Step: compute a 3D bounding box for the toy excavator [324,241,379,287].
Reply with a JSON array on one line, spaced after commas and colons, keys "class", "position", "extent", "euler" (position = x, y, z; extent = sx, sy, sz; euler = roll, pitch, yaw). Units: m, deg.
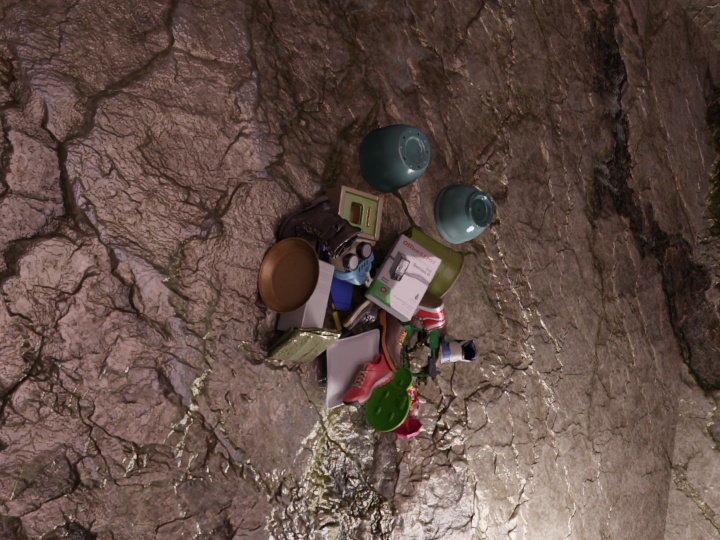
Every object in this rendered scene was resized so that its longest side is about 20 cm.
[{"class": "toy excavator", "position": [0.000, 0.000, 1.557], "extent": [0.194, 0.098, 0.204], "euler": [-40, 130, -38]}]

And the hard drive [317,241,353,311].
[{"class": "hard drive", "position": [-0.075, 0.008, 1.565], "extent": [0.129, 0.025, 0.206], "euler": [13, 81, -33]}]

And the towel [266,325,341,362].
[{"class": "towel", "position": [-0.154, 0.198, 1.409], "extent": [0.145, 0.199, 0.037], "euler": [10, 58, -31]}]

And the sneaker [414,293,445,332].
[{"class": "sneaker", "position": [0.179, 0.120, 1.649], "extent": [0.071, 0.197, 0.114], "euler": [-44, 132, -29]}]

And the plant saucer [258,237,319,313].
[{"class": "plant saucer", "position": [-0.184, 0.015, 1.412], "extent": [0.035, 0.195, 0.206], "euler": [26, 72, -59]}]

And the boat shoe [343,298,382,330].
[{"class": "boat shoe", "position": [0.019, 0.125, 1.563], "extent": [0.065, 0.072, 0.200], "euler": [50, 34, 0]}]

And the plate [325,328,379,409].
[{"class": "plate", "position": [-0.027, 0.283, 1.560], "extent": [0.196, 0.032, 0.206], "euler": [-10, 106, -38]}]

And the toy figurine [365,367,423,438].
[{"class": "toy figurine", "position": [0.131, 0.425, 1.626], "extent": [0.184, 0.148, 0.203], "euler": [48, 65, -43]}]

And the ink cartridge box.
[{"class": "ink cartridge box", "position": [0.122, 0.021, 1.529], "extent": [0.144, 0.084, 0.203], "euler": [31, 78, -3]}]

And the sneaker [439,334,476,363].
[{"class": "sneaker", "position": [0.319, 0.260, 1.717], "extent": [0.199, 0.112, 0.083], "euler": [-6, 95, -76]}]

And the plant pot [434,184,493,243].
[{"class": "plant pot", "position": [0.367, -0.200, 1.807], "extent": [0.196, 0.133, 0.207], "euler": [2, 87, -34]}]

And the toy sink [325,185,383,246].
[{"class": "toy sink", "position": [-0.004, -0.156, 1.568], "extent": [0.196, 0.111, 0.134], "euler": [13, 81, -32]}]

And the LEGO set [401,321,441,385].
[{"class": "LEGO set", "position": [0.181, 0.257, 1.700], "extent": [0.149, 0.116, 0.206], "euler": [-7, 88, -4]}]

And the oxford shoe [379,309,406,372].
[{"class": "oxford shoe", "position": [0.105, 0.203, 1.605], "extent": [0.071, 0.071, 0.205], "euler": [45, 34, -60]}]

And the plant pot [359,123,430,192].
[{"class": "plant pot", "position": [0.120, -0.355, 1.631], "extent": [0.196, 0.159, 0.207], "euler": [2, 86, -33]}]

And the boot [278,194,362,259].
[{"class": "boot", "position": [-0.111, -0.097, 1.439], "extent": [0.199, 0.175, 0.069], "euler": [-38, 154, -1]}]

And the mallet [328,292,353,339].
[{"class": "mallet", "position": [-0.067, 0.121, 1.536], "extent": [0.065, 0.041, 0.205], "euler": [-23, 113, -32]}]

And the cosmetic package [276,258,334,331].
[{"class": "cosmetic package", "position": [-0.151, 0.074, 1.457], "extent": [0.084, 0.106, 0.206], "euler": [19, 79, -47]}]

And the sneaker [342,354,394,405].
[{"class": "sneaker", "position": [0.014, 0.315, 1.547], "extent": [0.198, 0.073, 0.089], "euler": [-32, 109, -38]}]

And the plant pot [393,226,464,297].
[{"class": "plant pot", "position": [0.193, -0.033, 1.670], "extent": [0.188, 0.199, 0.203], "euler": [37, 69, -12]}]
